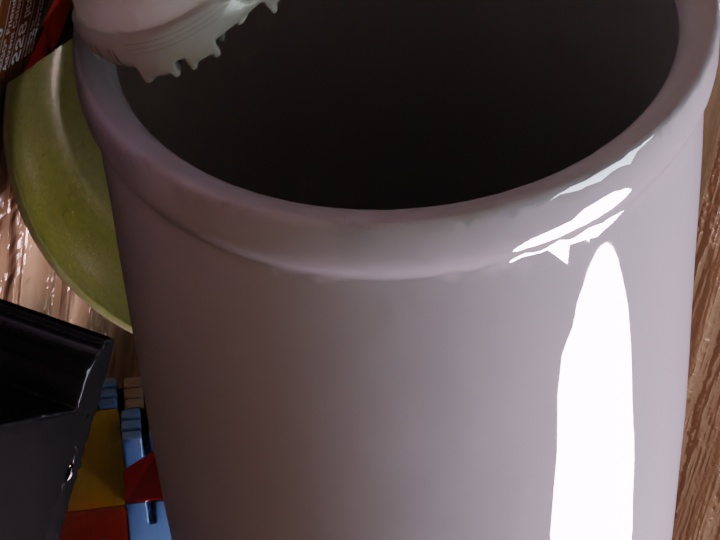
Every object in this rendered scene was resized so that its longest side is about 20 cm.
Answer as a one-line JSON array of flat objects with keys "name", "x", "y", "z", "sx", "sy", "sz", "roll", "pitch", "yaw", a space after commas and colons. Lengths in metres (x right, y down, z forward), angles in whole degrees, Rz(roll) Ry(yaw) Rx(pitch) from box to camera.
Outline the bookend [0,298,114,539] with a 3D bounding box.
[{"name": "bookend", "x": -0.154, "y": 0.101, "z": 0.611, "sx": 0.200, "sy": 0.092, "sz": 0.200, "roll": -7, "pitch": 115, "yaw": -76}]

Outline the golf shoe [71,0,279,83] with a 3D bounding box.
[{"name": "golf shoe", "x": -0.033, "y": -0.150, "z": 0.681, "sx": 0.097, "sy": 0.078, "sz": 0.201, "roll": 37, "pitch": 74, "yaw": -47}]

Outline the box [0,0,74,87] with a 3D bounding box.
[{"name": "box", "x": -0.090, "y": -0.135, "z": 0.649, "sx": 0.137, "sy": 0.039, "sz": 0.201, "roll": -48, "pitch": 155, "yaw": -62}]

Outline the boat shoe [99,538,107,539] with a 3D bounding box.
[{"name": "boat shoe", "x": -0.090, "y": 0.115, "z": 0.783, "sx": 0.199, "sy": 0.084, "sz": 0.069, "roll": 14, "pitch": 93, "yaw": -48}]

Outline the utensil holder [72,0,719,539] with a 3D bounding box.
[{"name": "utensil holder", "x": 0.014, "y": 0.003, "z": 0.772, "sx": 0.201, "sy": 0.169, "sz": 0.170, "roll": 85, "pitch": 25, "yaw": -44}]

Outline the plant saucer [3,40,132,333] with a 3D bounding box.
[{"name": "plant saucer", "x": -0.014, "y": -0.058, "z": 0.847, "sx": 0.031, "sy": 0.199, "sz": 0.201, "roll": -112, "pitch": -152, "yaw": -52}]

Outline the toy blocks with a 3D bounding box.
[{"name": "toy blocks", "x": -0.077, "y": 0.100, "z": 0.943, "sx": 0.200, "sy": 0.099, "sz": 0.138, "roll": -106, "pitch": -169, "yaw": -69}]
